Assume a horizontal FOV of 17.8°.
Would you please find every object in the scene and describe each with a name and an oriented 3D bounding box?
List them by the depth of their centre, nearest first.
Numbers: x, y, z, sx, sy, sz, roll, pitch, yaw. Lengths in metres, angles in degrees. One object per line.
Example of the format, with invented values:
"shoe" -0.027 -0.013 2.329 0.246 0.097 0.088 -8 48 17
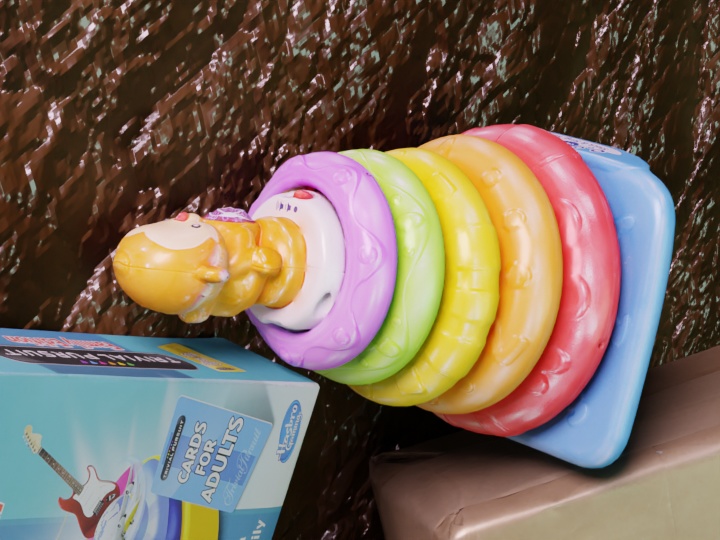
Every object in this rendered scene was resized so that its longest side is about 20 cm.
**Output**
"board game box" -0.105 0.095 0.687 0.199 0.047 0.152 6 103 -57
"stacking toy" 0.000 0.000 0.758 0.199 0.116 0.111 5 99 -42
"paper package" 0.119 0.145 0.877 0.189 0.103 0.202 -17 106 -10
